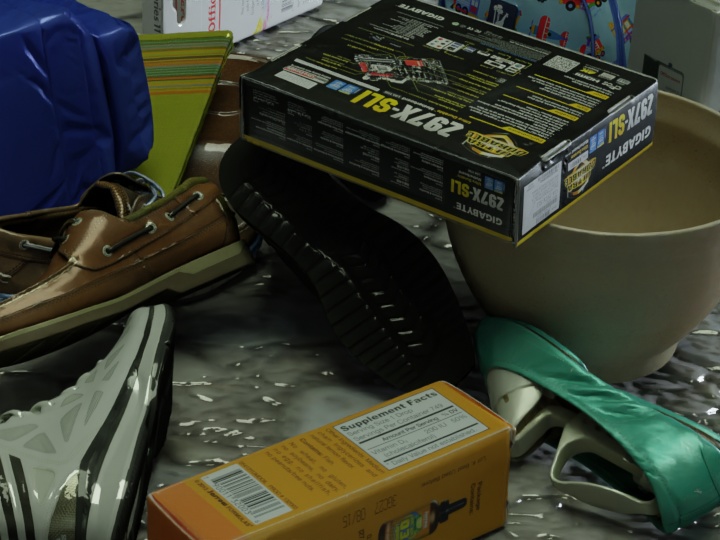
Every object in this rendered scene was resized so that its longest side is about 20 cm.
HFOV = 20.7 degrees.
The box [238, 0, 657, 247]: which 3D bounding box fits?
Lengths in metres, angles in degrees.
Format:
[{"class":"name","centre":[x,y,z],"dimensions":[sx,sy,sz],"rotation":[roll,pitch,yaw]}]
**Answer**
[{"class":"box","centre":[0.053,-0.096,1.175],"dimensions":[0.200,0.049,0.160],"rotation":[22,39,29]}]

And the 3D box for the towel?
[{"class":"towel","centre":[-0.151,-0.102,1.395],"dimensions":[0.086,0.018,0.200],"rotation":[-2,44,16]}]

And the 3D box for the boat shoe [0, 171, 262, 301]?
[{"class":"boat shoe","centre":[-0.148,-0.021,1.257],"dimensions":[0.200,0.073,0.072],"rotation":[-18,37,-32]}]

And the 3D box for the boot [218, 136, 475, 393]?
[{"class":"boot","centre":[0.000,0.000,1.248],"dimensions":[0.077,0.138,0.200],"rotation":[-38,81,-1]}]

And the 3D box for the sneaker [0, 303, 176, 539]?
[{"class":"sneaker","centre":[-0.167,0.078,1.087],"dimensions":[0.115,0.076,0.201],"rotation":[7,33,2]}]

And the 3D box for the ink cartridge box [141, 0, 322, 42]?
[{"class":"ink cartridge box","centre":[-0.115,-0.249,1.597],"dimensions":[0.067,0.117,0.200],"rotation":[24,35,31]}]

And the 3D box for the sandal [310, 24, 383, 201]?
[{"class":"sandal","centre":[0.003,-0.123,1.447],"dimensions":[0.075,0.045,0.200],"rotation":[33,26,-27]}]

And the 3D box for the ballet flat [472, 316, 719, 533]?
[{"class":"ballet flat","centre":[0.120,0.088,1.123],"dimensions":[0.070,0.067,0.200],"rotation":[-39,46,-24]}]

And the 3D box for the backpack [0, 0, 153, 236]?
[{"class":"backpack","centre":[-0.246,-0.115,1.324],"dimensions":[0.168,0.163,0.200],"rotation":[-18,27,-33]}]

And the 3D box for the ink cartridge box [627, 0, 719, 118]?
[{"class":"ink cartridge box","centre":[0.255,-0.114,1.339],"dimensions":[0.146,0.200,0.083],"rotation":[-16,36,-30]}]

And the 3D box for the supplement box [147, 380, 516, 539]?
[{"class":"supplement box","centre":[-0.013,0.126,1.038],"dimensions":[0.200,0.067,0.069],"rotation":[-17,34,-32]}]

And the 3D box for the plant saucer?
[{"class":"plant saucer","centre":[-0.104,-0.117,1.465],"dimensions":[0.200,0.032,0.200],"rotation":[4,32,-2]}]

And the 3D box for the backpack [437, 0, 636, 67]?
[{"class":"backpack","centre":[0.125,-0.158,1.397],"dimensions":[0.182,0.200,0.134],"rotation":[30,39,35]}]

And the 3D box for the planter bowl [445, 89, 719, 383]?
[{"class":"planter bowl","centre":[0.146,-0.015,1.223],"dimensions":[0.200,0.135,0.200],"rotation":[1,31,-1]}]

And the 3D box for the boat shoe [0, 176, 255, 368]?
[{"class":"boat shoe","centre":[-0.160,0.001,1.181],"dimensions":[0.200,0.068,0.072],"rotation":[-23,-2,-38]}]
